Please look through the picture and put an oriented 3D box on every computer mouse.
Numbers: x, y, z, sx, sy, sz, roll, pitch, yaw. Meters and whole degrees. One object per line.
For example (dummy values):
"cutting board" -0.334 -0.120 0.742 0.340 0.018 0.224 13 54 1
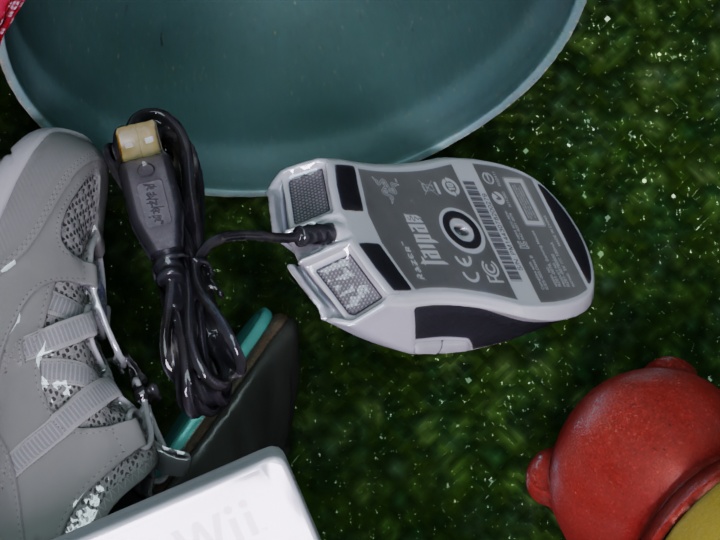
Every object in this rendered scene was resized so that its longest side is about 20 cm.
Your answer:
"computer mouse" 0.000 0.000 0.848 0.199 0.044 0.110 3 52 -41

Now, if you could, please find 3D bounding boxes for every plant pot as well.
"plant pot" -0.032 -0.139 0.849 0.199 0.201 0.135 -10 55 -5

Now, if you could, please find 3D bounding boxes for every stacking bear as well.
"stacking bear" 0.138 0.108 0.820 0.121 0.114 0.200 -42 50 -4

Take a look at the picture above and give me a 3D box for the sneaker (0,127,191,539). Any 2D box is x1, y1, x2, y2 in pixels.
"sneaker" -0.092 0.051 0.810 0.081 0.075 0.201 0 73 8

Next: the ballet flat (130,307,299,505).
"ballet flat" -0.072 0.107 0.855 0.068 0.068 0.200 41 90 -5

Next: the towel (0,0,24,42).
"towel" -0.178 -0.067 0.819 0.145 0.022 0.201 45 123 28

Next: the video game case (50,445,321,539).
"video game case" -0.052 0.172 0.759 0.142 0.018 0.201 -23 100 -1
